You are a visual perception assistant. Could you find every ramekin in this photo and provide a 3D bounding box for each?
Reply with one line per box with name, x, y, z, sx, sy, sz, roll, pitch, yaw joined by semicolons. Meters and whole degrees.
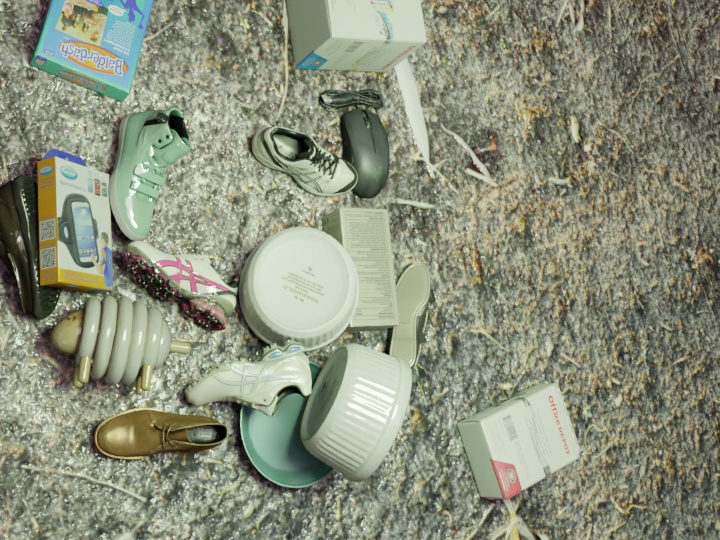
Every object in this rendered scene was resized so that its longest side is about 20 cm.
ramekin;-0.095;0.024;1.485;0.197;0.094;0.207;1;79;-7
ramekin;-0.013;0.211;1.439;0.104;0.200;0.204;25;67;-13

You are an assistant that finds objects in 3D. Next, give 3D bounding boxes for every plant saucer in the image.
plant saucer;-0.109;0.245;1.503;0.196;0.036;0.205;8;76;-31

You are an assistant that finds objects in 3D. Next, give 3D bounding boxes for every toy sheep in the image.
toy sheep;-0.342;0.104;1.339;0.196;0.137;0.141;11;74;-25

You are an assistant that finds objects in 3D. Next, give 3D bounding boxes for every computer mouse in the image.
computer mouse;0.006;-0.232;1.666;0.136;0.052;0.205;-6;82;-33

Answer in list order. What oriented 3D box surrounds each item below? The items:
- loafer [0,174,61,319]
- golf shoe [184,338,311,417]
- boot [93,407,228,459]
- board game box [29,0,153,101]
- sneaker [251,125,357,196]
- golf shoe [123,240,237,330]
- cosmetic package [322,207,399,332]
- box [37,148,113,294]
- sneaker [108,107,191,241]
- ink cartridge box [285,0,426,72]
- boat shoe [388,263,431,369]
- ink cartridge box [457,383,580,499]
loafer;-0.479;-0.030;1.328;0.070;0.073;0.205;-9;91;11
golf shoe;-0.167;0.180;1.419;0.196;0.078;0.099;-19;73;-4
boot;-0.289;0.238;1.374;0.196;0.075;0.075;2;80;-30
board game box;-0.410;-0.385;1.452;0.150;0.045;0.204;20;69;-27
sneaker;-0.086;-0.182;1.572;0.197;0.087;0.077;19;77;-23
golf shoe;-0.275;0.007;1.438;0.199;0.072;0.093;39;56;-30
cosmetic package;0.000;0.000;1.600;0.102;0.073;0.205;1;79;-30
box;-0.412;-0.074;1.353;0.119;0.041;0.205;16;69;-65
sneaker;-0.312;-0.151;1.409;0.073;0.116;0.205;18;68;-56
ink cartridge box;-0.009;-0.446;1.648;0.196;0.146;0.148;-4;81;-32
boat shoe;0.084;0.088;1.651;0.065;0.057;0.204;8;67;8
ink cartridge box;0.290;0.309;1.703;0.197;0.084;0.149;-18;89;-31
